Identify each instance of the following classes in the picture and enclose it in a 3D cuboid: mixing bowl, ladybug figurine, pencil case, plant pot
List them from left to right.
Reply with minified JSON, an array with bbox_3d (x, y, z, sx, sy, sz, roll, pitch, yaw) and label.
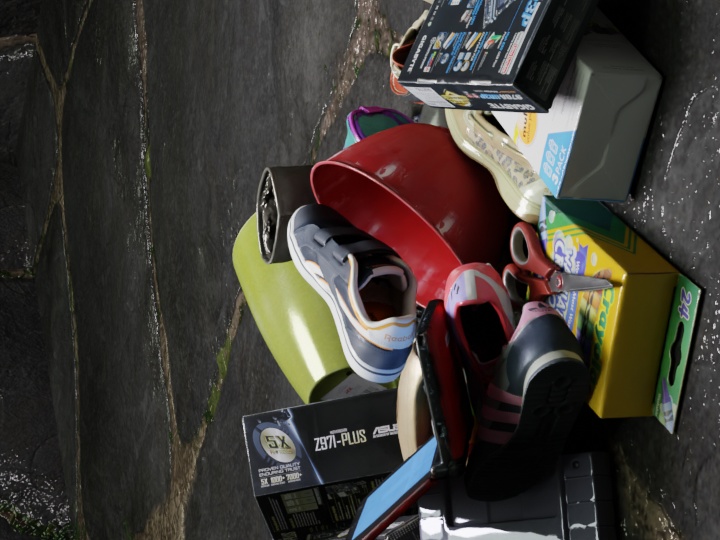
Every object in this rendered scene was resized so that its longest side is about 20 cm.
[{"bbox_3d":[-0.022,0.048,1.930,0.187,0.187,0.200,109,156,-44],"label":"plant pot"},{"bbox_3d":[0.005,-0.084,2.018,0.200,0.085,0.092,111,150,-47],"label":"pencil case"},{"bbox_3d":[0.063,-0.062,1.756,0.200,0.108,0.200,38,162,14],"label":"mixing bowl"},{"bbox_3d":[0.102,0.128,1.726,0.136,0.072,0.200,9,105,29],"label":"ladybug figurine"}]

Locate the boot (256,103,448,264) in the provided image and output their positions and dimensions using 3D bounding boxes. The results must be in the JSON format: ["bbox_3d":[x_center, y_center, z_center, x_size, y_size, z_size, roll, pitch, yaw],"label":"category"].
[{"bbox_3d":[0.001,-0.096,1.853,0.073,0.200,0.182,-142,54,-69],"label":"boot"}]

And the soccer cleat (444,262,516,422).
[{"bbox_3d":[0.116,0.088,1.611,0.076,0.067,0.200,-78,-28,-65],"label":"soccer cleat"}]

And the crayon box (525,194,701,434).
[{"bbox_3d":[0.195,0.032,1.533,0.200,0.052,0.126,-130,43,-60],"label":"crayon box"}]

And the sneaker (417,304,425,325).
[{"bbox_3d":[0.082,0.108,1.860,0.093,0.070,0.200,92,170,-75],"label":"sneaker"}]

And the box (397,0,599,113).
[{"bbox_3d":[0.127,-0.226,1.544,0.159,0.046,0.200,9,72,55],"label":"box"}]

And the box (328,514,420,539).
[{"bbox_3d":[0.056,0.332,1.825,0.200,0.044,0.160,63,158,-2],"label":"box"}]

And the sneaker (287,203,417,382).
[{"bbox_3d":[0.000,0.000,1.713,0.200,0.078,0.079,61,143,33],"label":"sneaker"}]

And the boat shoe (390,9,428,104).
[{"bbox_3d":[0.062,-0.213,1.886,0.200,0.063,0.071,150,116,-69],"label":"boat shoe"}]

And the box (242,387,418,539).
[{"bbox_3d":[-0.020,0.201,1.895,0.200,0.164,0.086,77,-178,-65],"label":"box"}]

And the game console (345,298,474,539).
[{"bbox_3d":[0.029,0.128,1.592,0.200,0.119,0.172,-56,-47,-81],"label":"game console"}]

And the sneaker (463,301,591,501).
[{"bbox_3d":[0.131,0.108,1.557,0.200,0.070,0.082,115,150,-44],"label":"sneaker"}]

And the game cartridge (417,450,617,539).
[{"bbox_3d":[0.130,0.227,1.629,0.200,0.038,0.130,-13,73,43],"label":"game cartridge"}]

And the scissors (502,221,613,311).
[{"bbox_3d":[0.159,0.015,1.544,0.200,0.014,0.073,-140,55,-65],"label":"scissors"}]

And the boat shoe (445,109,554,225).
[{"bbox_3d":[0.137,-0.115,1.675,0.200,0.073,0.063,56,136,45],"label":"boat shoe"}]

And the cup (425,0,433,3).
[{"bbox_3d":[0.071,-0.327,1.736,0.200,0.143,0.200,179,90,-71],"label":"cup"}]

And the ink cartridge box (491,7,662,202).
[{"bbox_3d":[0.167,-0.155,1.580,0.200,0.068,0.115,-119,35,-54],"label":"ink cartridge box"}]
